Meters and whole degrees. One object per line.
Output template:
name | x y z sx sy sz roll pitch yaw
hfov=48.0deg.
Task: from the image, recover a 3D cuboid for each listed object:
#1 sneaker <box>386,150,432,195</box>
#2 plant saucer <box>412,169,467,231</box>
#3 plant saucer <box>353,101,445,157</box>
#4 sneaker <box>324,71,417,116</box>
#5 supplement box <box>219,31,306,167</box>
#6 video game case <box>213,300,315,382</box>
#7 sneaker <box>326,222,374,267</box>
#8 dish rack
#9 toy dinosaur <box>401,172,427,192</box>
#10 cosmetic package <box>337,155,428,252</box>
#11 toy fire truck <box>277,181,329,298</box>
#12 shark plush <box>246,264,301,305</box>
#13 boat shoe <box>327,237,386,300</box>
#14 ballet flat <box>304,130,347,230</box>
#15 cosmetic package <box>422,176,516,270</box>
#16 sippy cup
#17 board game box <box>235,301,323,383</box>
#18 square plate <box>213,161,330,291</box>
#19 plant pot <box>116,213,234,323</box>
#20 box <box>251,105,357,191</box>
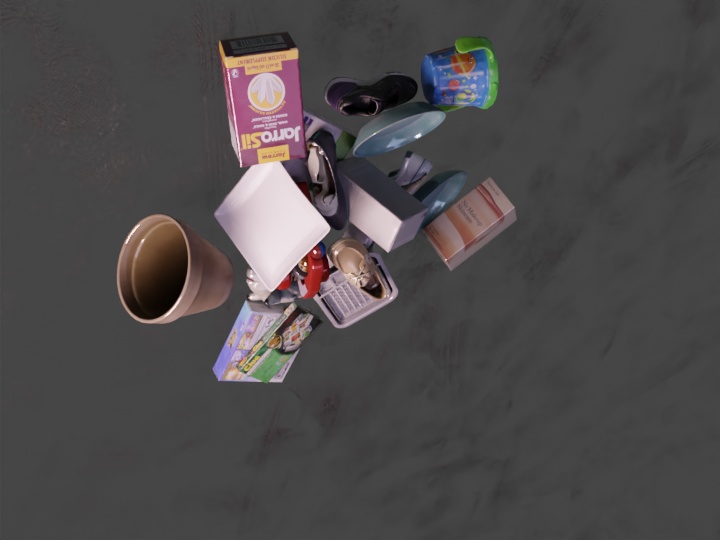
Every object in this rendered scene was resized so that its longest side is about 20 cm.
sneaker | 0.079 -0.178 1.752 0.201 0.070 0.073 -53 180 35
plant saucer | 0.152 -0.155 1.785 0.199 0.036 0.201 -40 165 -13
plant saucer | 0.071 -0.282 1.588 0.196 0.037 0.200 -22 175 -2
sneaker | 0.033 -0.330 1.575 0.196 0.088 0.077 -12 132 -23
supplement box | -0.172 -0.303 1.430 0.128 0.104 0.204 -11 124 -11
video game case | -0.221 0.166 1.857 0.179 0.046 0.202 7 121 -41
sneaker | 0.008 -0.043 1.808 0.113 0.076 0.200 19 123 -42
dish rack | -0.016 0.035 1.785 0.169 0.044 0.201 -30 142 1
toy dinosaur | 0.057 -0.136 1.700 0.196 0.090 0.047 -15 177 22
cosmetic package | 0.026 -0.138 1.625 0.106 0.200 0.091 -24 151 -48
toy fire truck | -0.117 -0.055 1.622 0.110 0.204 0.168 -9 164 -20
shark plush | -0.158 0.027 1.774 0.196 0.090 0.085 0 96 -26
boat shoe | 0.000 0.000 1.661 0.072 0.065 0.200 -37 143 4
ballet flat | -0.072 -0.168 1.572 0.072 0.073 0.204 -15 111 -20
cosmetic package | 0.254 -0.108 1.875 0.199 0.104 0.087 -39 159 0
sippy cup | 0.191 -0.386 1.605 0.127 0.140 0.181 -9 122 -10
board game box | -0.183 0.166 1.833 0.200 0.024 0.104 -47 141 8
square plate | -0.170 -0.097 1.561 0.198 0.201 0.028 -43 170 29
plant pot | -0.343 0.005 1.570 0.201 0.200 0.172 -51 151 16
box | -0.117 -0.244 1.592 0.198 0.037 0.145 20 113 -40
